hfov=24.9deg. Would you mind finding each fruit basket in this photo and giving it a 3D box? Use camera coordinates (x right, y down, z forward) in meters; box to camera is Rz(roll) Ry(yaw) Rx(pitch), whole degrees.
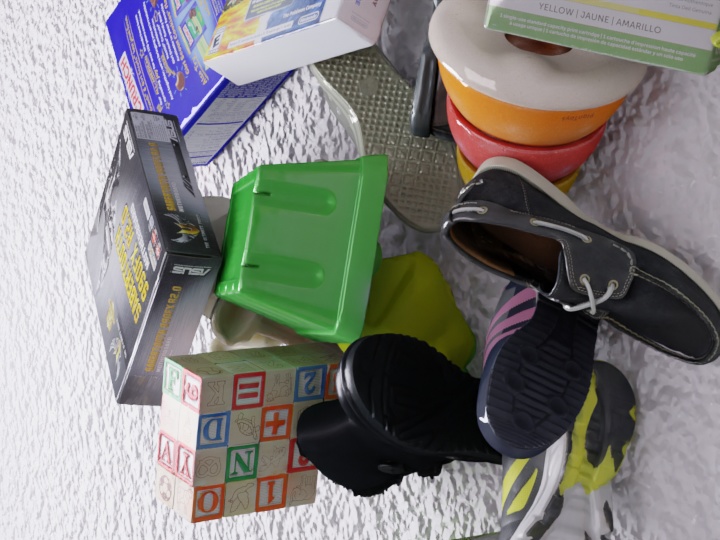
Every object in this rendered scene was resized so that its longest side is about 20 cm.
[{"bbox_3d":[0.000,0.000,1.219,0.215,0.215,0.156,4,84,54],"label":"fruit basket"}]

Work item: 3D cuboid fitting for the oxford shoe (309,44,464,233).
[{"bbox_3d":[0.023,-0.111,1.282,0.200,0.075,0.058,58,177,24],"label":"oxford shoe"}]

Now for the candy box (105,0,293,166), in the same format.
[{"bbox_3d":[-0.147,-0.213,1.491,0.200,0.077,0.170,-40,61,47],"label":"candy box"}]

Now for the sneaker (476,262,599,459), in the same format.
[{"bbox_3d":[0.111,0.065,1.085,0.070,0.200,0.082,34,131,-4],"label":"sneaker"}]

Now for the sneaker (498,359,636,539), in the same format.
[{"bbox_3d":[0.130,0.160,1.113,0.085,0.074,0.201,-8,58,67],"label":"sneaker"}]

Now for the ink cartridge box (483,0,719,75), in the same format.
[{"bbox_3d":[0.166,-0.231,0.985,0.145,0.048,0.201,15,105,18],"label":"ink cartridge box"}]

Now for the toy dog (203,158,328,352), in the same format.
[{"bbox_3d":[-0.106,-0.011,1.399,0.200,0.139,0.195,12,89,53],"label":"toy dog"}]

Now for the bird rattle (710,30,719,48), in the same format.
[{"bbox_3d":[0.279,-0.187,0.886,0.200,0.112,0.164,-44,41,43],"label":"bird rattle"}]

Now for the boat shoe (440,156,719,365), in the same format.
[{"bbox_3d":[0.144,0.006,1.046,0.199,0.068,0.072,33,134,10],"label":"boat shoe"}]

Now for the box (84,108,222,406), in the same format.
[{"bbox_3d":[-0.176,-0.013,1.345,0.200,0.048,0.159,-111,36,-47],"label":"box"}]

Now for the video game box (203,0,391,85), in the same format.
[{"bbox_3d":[-0.031,-0.250,1.294,0.200,0.047,0.183,-7,57,54],"label":"video game box"}]

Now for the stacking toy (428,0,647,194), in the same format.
[{"bbox_3d":[0.108,-0.088,1.122,0.146,0.145,0.201,52,146,39],"label":"stacking toy"}]

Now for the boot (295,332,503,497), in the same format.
[{"bbox_3d":[0.009,0.111,1.175,0.168,0.200,0.077,-17,63,40],"label":"boot"}]

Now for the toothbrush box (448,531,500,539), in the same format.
[{"bbox_3d":[0.043,0.298,1.247,0.200,0.086,0.146,-36,64,49],"label":"toothbrush box"}]

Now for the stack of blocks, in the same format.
[{"bbox_3d":[-0.058,0.122,1.279,0.058,0.199,0.116,22,111,51],"label":"stack of blocks"}]

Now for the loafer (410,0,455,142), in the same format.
[{"bbox_3d":[0.083,-0.193,1.199,0.072,0.063,0.201,-64,-15,-74],"label":"loafer"}]
